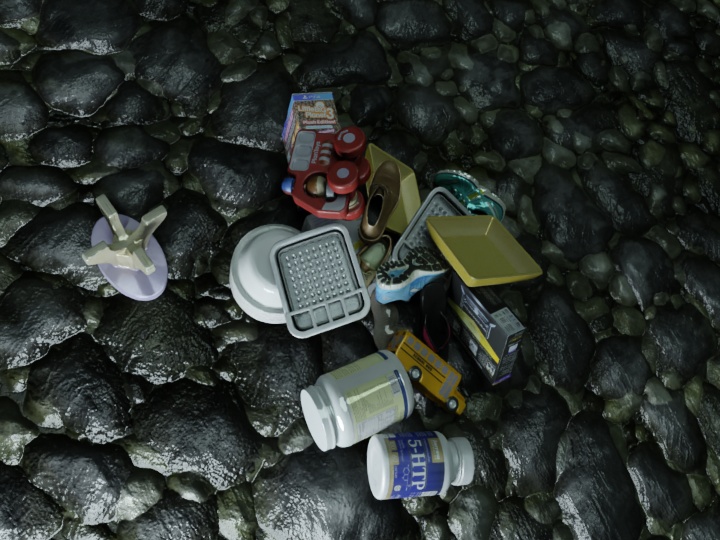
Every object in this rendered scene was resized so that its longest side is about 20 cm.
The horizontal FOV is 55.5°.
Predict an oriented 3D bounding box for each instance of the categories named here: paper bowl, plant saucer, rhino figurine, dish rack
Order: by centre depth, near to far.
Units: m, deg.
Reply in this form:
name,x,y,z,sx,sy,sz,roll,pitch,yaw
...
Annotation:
name,x,y,z,sx,sy,sz,roll,pitch,yaw
dish rack,-0.079,0.022,1.353,0.167,0.044,0.205,-18,73,-1
plant saucer,0.251,-0.036,1.438,0.195,0.049,0.202,-3,43,-31
paper bowl,-0.175,-0.001,1.439,0.194,0.105,0.207,5,66,-12
rhino figurine,0.064,0.127,1.474,0.085,0.059,0.207,0,81,-28
dish rack,0.163,-0.063,1.515,0.171,0.043,0.203,38,83,-26
plant saucer,0.073,-0.161,1.562,0.198,0.048,0.206,20,56,-53

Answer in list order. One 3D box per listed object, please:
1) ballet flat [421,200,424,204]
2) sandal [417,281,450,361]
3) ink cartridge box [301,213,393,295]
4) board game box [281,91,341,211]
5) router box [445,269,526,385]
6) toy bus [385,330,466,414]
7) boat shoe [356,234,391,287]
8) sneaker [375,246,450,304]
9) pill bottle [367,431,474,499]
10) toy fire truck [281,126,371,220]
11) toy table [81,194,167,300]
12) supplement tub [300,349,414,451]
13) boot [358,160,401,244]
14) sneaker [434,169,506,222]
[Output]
name,x,y,z,sx,sy,sz,roll,pitch,yaw
ballet flat,0.194,-0.083,1.603,0.065,0.067,0.206,-18,77,1
sandal,0.158,0.125,1.450,0.073,0.045,0.206,-14,117,-19
ink cartridge box,-0.024,-0.041,1.508,0.142,0.084,0.204,-23,76,-22
board game box,-0.103,-0.265,1.536,0.094,0.160,0.206,-7,70,-19
router box,0.256,0.112,1.446,0.051,0.160,0.201,-18,50,-22
toy bus,0.141,0.216,1.430,0.199,0.065,0.079,39,72,-14
boat shoe,0.000,0.000,1.410,0.075,0.074,0.202,35,65,1
sneaker,0.103,0.015,1.446,0.196,0.091,0.079,-17,52,-33
pill bottle,0.119,0.382,1.354,0.193,0.120,0.123,0,68,-16
toy fire truck,-0.070,-0.195,1.376,0.162,0.113,0.205,4,61,12
toy table,-0.463,-0.049,1.370,0.199,0.118,0.185,40,63,4
supplement tub,-0.007,0.257,1.355,0.195,0.145,0.148,-19,74,-22
boot,0.047,-0.157,1.419,0.071,0.076,0.205,15,61,3
sneaker,0.261,-0.174,1.652,0.197,0.078,0.081,33,72,-1
